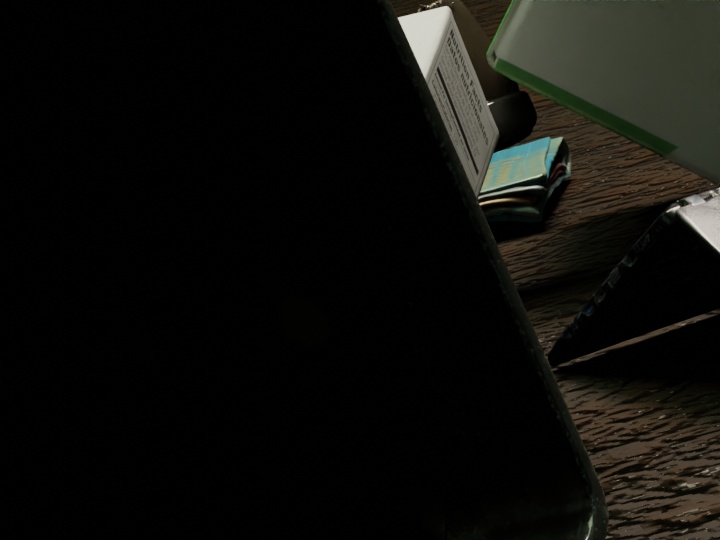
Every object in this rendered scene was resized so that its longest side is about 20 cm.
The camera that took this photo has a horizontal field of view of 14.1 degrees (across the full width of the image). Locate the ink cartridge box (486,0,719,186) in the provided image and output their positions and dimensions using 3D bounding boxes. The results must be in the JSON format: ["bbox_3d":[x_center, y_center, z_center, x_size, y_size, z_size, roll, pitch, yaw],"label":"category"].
[{"bbox_3d":[0.139,-0.094,1.129,0.147,0.083,0.200,27,14,2],"label":"ink cartridge box"}]

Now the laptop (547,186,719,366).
[{"bbox_3d":[0.178,0.008,0.881,0.177,0.103,0.200,-17,-16,-20],"label":"laptop"}]

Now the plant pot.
[{"bbox_3d":[-0.097,0.024,0.685,0.177,0.200,0.199,-21,2,42],"label":"plant pot"}]

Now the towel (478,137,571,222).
[{"bbox_3d":[-0.004,-0.019,1.324,0.200,0.022,0.147,-15,7,11],"label":"towel"}]

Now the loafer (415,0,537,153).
[{"bbox_3d":[-0.031,-0.058,1.130,0.200,0.071,0.073,-16,0,17],"label":"loafer"}]

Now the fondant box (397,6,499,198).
[{"bbox_3d":[-0.046,0.000,0.940,0.144,0.058,0.200,-12,29,22],"label":"fondant box"}]
